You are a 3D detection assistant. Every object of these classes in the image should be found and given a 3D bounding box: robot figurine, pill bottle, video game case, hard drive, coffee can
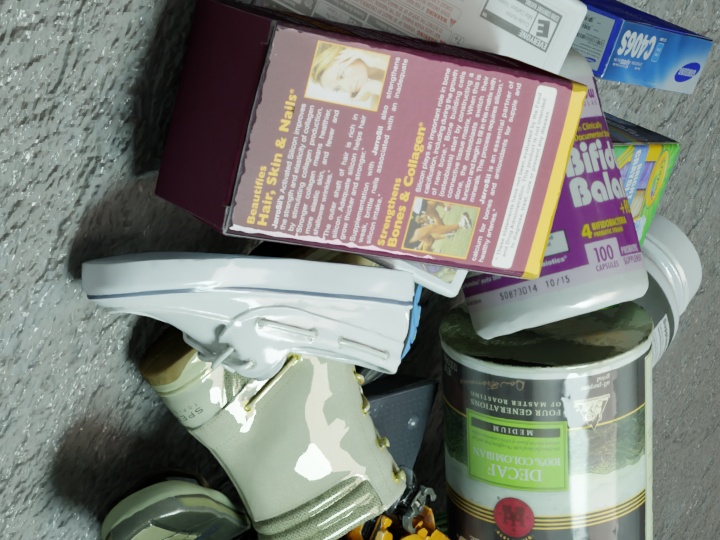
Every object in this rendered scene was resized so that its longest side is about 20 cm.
[{"bbox_3d":[0.001,0.196,1.718,0.146,0.058,0.200,-63,159,-7],"label":"robot figurine"},{"bbox_3d":[0.097,-0.068,1.604,0.112,0.112,0.201,-12,87,-63],"label":"pill bottle"},{"bbox_3d":[0.011,-0.103,1.449,0.199,0.023,0.183,25,90,-33],"label":"video game case"},{"bbox_3d":[-0.017,0.165,1.782,0.135,0.042,0.201,-11,123,-64],"label":"hard drive"},{"bbox_3d":[0.128,0.129,1.820,0.146,0.146,0.201,-33,126,-53],"label":"coffee can"},{"bbox_3d":[0.166,0.046,1.981,0.200,0.114,0.114,-49,153,-36],"label":"pill bottle"}]

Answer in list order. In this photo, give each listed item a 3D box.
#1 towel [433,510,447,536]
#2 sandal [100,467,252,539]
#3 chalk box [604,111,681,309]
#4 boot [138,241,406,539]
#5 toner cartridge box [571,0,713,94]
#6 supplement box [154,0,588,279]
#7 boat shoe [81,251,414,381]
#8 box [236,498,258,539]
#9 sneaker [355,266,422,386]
[{"bbox_3d":[0.113,0.200,1.978,0.199,0.023,0.153,-19,150,0],"label":"towel"},{"bbox_3d":[-0.110,0.137,1.504,0.080,0.057,0.201,-32,165,-7],"label":"sandal"},{"bbox_3d":[0.123,-0.050,1.766,0.200,0.124,0.124,-3,115,-65],"label":"chalk box"},{"bbox_3d":[-0.013,0.055,1.514,0.200,0.072,0.155,-40,110,-24],"label":"boot"},{"bbox_3d":[0.159,-0.158,1.776,0.200,0.095,0.043,-1,115,-66],"label":"toner cartridge box"},{"bbox_3d":[0.006,-0.068,1.390,0.199,0.086,0.111,9,100,-32],"label":"supplement box"},{"bbox_3d":[-0.055,0.026,1.405,0.199,0.073,0.066,4,88,-31],"label":"boat shoe"},{"bbox_3d":[-0.079,0.189,1.582,0.200,0.036,0.144,-53,-172,-30],"label":"box"},{"bbox_3d":[0.000,0.000,1.607,0.083,0.071,0.200,-46,152,-41],"label":"sneaker"}]
